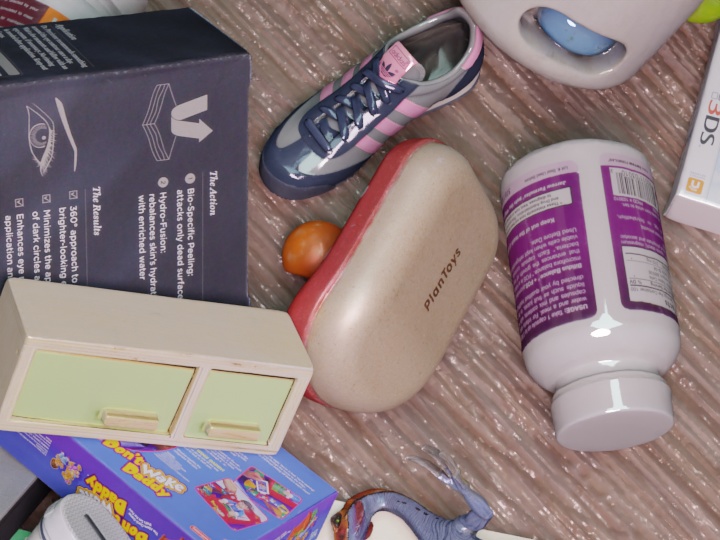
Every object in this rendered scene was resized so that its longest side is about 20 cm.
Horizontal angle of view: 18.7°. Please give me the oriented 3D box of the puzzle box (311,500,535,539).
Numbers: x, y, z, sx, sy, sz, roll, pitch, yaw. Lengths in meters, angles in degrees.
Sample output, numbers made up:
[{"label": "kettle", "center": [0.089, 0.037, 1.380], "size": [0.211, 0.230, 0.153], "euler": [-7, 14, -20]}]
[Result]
[{"label": "puzzle box", "center": [0.034, 0.232, 1.475], "size": [0.199, 0.025, 0.134], "euler": [12, 66, 1]}]

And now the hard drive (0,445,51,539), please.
[{"label": "hard drive", "center": [-0.310, 0.123, 1.426], "size": [0.199, 0.033, 0.140], "euler": [17, 23, 8]}]

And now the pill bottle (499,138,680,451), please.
[{"label": "pill bottle", "center": [0.163, 0.019, 1.533], "size": [0.111, 0.112, 0.201], "euler": [-3, 66, -6]}]

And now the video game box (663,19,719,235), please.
[{"label": "video game box", "center": [0.344, -0.095, 1.635], "size": [0.199, 0.047, 0.183], "euler": [17, 68, 3]}]

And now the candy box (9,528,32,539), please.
[{"label": "candy box", "center": [-0.268, 0.262, 1.408], "size": [0.168, 0.077, 0.201], "euler": [15, 66, 3]}]

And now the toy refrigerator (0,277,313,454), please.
[{"label": "toy refrigerator", "center": [-0.137, 0.065, 1.413], "size": [0.199, 0.076, 0.070], "euler": [8, 32, -29]}]

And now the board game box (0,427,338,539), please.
[{"label": "board game box", "center": [-0.132, 0.125, 1.444], "size": [0.200, 0.045, 0.134], "euler": [37, 31, 20]}]

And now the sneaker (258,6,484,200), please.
[{"label": "sneaker", "center": [0.008, -0.130, 1.601], "size": [0.200, 0.082, 0.070], "euler": [-38, 74, -18]}]

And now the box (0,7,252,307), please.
[{"label": "box", "center": [-0.182, -0.057, 1.459], "size": [0.199, 0.198, 0.117], "euler": [-9, 26, -24]}]

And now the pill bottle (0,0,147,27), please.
[{"label": "pill bottle", "center": [-0.240, -0.138, 1.570], "size": [0.109, 0.110, 0.201], "euler": [27, 67, 7]}]

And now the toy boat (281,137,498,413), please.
[{"label": "toy boat", "center": [0.000, 0.000, 1.539], "size": [0.130, 0.131, 0.201], "euler": [13, 61, 35]}]

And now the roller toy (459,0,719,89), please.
[{"label": "roller toy", "center": [0.158, -0.233, 1.607], "size": [0.182, 0.140, 0.200], "euler": [-22, 70, -49]}]

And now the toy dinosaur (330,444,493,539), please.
[{"label": "toy dinosaur", "center": [0.068, 0.209, 1.448], "size": [0.105, 0.200, 0.181], "euler": [-48, 42, -8]}]

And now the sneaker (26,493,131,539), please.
[{"label": "sneaker", "center": [-0.143, 0.235, 1.361], "size": [0.073, 0.071, 0.200], "euler": [-6, 56, -55]}]
